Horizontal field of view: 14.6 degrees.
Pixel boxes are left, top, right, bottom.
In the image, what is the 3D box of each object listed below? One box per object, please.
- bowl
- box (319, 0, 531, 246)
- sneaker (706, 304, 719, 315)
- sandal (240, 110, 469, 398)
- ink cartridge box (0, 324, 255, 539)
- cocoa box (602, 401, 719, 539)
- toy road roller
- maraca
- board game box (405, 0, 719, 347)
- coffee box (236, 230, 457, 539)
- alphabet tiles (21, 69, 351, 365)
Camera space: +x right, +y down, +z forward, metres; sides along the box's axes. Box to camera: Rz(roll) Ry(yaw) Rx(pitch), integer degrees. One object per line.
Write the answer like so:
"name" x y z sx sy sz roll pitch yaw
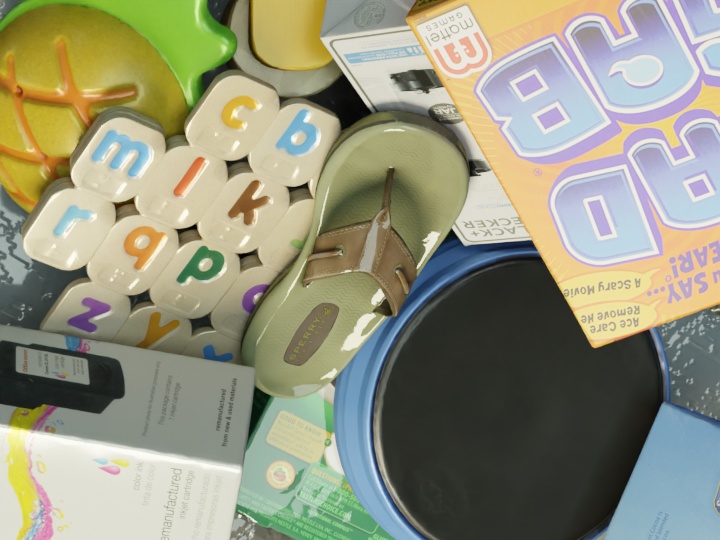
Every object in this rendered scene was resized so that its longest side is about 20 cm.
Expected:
"bowl" 0.084 0.076 1.589 0.200 0.039 0.201 -4 103 -19
"box" 0.053 -0.113 1.501 0.060 0.200 0.117 -7 56 25
"sneaker" 0.265 -0.016 1.617 0.200 0.074 0.080 -6 89 -41
"sandal" 0.001 0.001 1.497 0.080 0.057 0.201 17 123 -17
"ink cartridge box" -0.168 0.114 1.525 0.200 0.083 0.146 10 130 -3
"cocoa box" 0.205 0.194 1.594 0.131 0.133 0.200 23 89 24
"toy road roller" -0.080 -0.192 1.523 0.146 0.123 0.200 -1 93 -6
"maraca" -0.138 -0.100 1.509 0.137 0.107 0.200 31 131 2
"board game box" 0.179 -0.119 1.416 0.200 0.200 0.200 -21 109 29
"coffee box" 0.011 0.067 1.614 0.123 0.044 0.200 25 93 -14
"alphabet tiles" -0.077 -0.016 1.513 0.200 0.015 0.196 23 117 -29
